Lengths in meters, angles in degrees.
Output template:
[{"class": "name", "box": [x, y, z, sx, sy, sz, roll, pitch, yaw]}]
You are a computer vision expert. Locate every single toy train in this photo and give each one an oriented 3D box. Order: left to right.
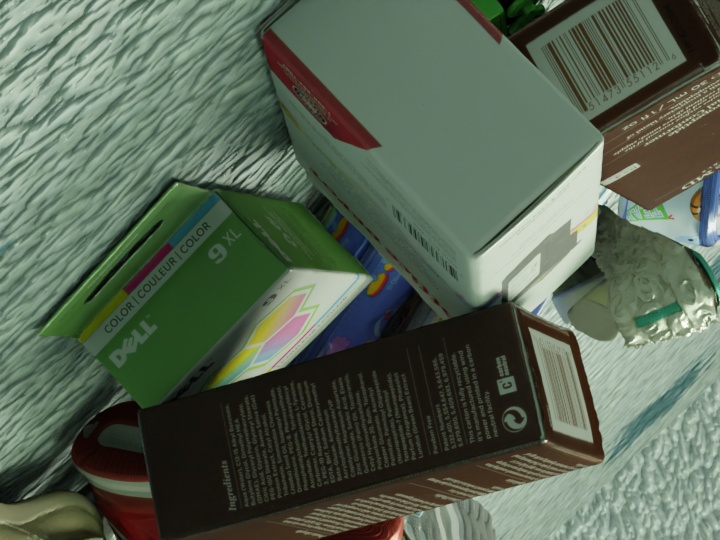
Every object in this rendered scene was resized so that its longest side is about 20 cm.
[{"class": "toy train", "box": [0.068, -0.119, 1.519, 0.056, 0.042, 0.200, -34, 167, -3]}]

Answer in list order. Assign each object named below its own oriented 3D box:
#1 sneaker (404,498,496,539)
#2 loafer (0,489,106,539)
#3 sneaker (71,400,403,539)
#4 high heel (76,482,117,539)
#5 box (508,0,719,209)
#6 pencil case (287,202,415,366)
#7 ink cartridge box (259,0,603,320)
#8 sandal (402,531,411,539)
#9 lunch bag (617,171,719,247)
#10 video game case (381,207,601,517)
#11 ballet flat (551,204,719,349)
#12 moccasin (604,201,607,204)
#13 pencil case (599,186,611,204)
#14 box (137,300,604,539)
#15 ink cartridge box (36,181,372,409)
[{"class": "sneaker", "box": [0.011, 0.156, 1.726, 0.082, 0.075, 0.200, -18, 147, 21]}, {"class": "loafer", "box": [-0.184, 0.159, 1.496, 0.076, 0.068, 0.200, -31, 167, 16]}, {"class": "sneaker", "box": [-0.054, 0.139, 1.535, 0.078, 0.200, 0.116, -49, 140, -31]}, {"class": "high heel", "box": [-0.096, 0.178, 1.659, 0.143, 0.200, 0.071, -44, -148, 7]}, {"class": "box", "box": [0.151, -0.095, 1.497, 0.100, 0.075, 0.200, -32, 167, 14]}, {"class": "pencil case", "box": [0.000, 0.000, 1.581, 0.200, 0.078, 0.087, -55, -173, 33]}, {"class": "ink cartridge box", "box": [0.036, -0.058, 1.355, 0.083, 0.146, 0.200, -42, 168, -7]}, {"class": "sandal", "box": [-0.035, 0.126, 1.585, 0.054, 0.200, 0.080, -51, 166, 5]}, {"class": "lunch bag", "box": [0.215, -0.098, 1.840, 0.200, 0.075, 0.160, -7, 106, -80]}, {"class": "video game case", "box": [0.054, 0.015, 1.616, 0.200, 0.045, 0.181, -60, -167, 13]}, {"class": "ballet flat", "box": [0.133, 0.005, 1.530, 0.072, 0.072, 0.200, -44, -171, -3]}, {"class": "moccasin", "box": [0.133, -0.052, 1.865, 0.080, 0.068, 0.200, -30, 158, -49]}, {"class": "pencil case", "box": [0.080, -0.008, 1.742, 0.083, 0.091, 0.200, 22, 106, -34]}, {"class": "box", "box": [0.006, 0.080, 1.388, 0.200, 0.075, 0.100, -18, 165, 17]}, {"class": "ink cartridge box", "box": [-0.074, 0.017, 1.441, 0.104, 0.059, 0.200, -45, 167, 10]}]
